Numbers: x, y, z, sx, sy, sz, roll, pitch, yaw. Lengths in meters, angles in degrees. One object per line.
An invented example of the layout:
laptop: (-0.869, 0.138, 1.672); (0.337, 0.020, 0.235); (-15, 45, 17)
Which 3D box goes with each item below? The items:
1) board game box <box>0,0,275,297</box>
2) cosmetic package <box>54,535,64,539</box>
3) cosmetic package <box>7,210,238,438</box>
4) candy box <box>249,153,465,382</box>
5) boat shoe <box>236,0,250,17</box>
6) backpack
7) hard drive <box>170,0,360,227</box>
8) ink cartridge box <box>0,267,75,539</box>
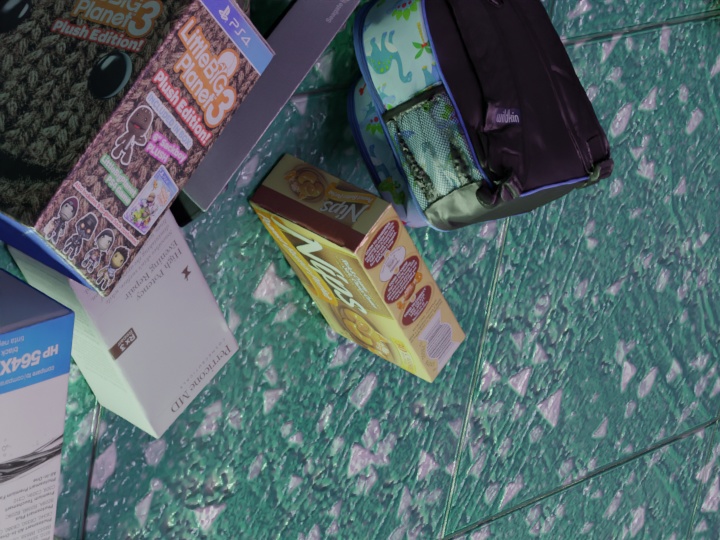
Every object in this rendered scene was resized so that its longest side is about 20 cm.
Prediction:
board game box: (-0.184, -0.112, 1.519); (0.201, 0.159, 0.097); (-56, 145, -12)
cosmetic package: (-0.255, 0.305, 1.775); (0.201, 0.071, 0.105); (-60, 145, -6)
cosmetic package: (-0.170, 0.021, 1.703); (0.102, 0.074, 0.200); (-49, 142, -20)
candy box: (0.000, 0.000, 1.875); (0.055, 0.115, 0.200); (-52, 144, -17)
boat shoe: (-0.109, -0.209, 1.641); (0.066, 0.071, 0.202); (-40, 147, -44)
backpack: (0.078, -0.137, 1.844); (0.183, 0.147, 0.201); (-15, 83, -51)
hard drive: (-0.077, -0.125, 1.697); (0.200, 0.042, 0.135); (-55, -172, -11)
ink cartridge box: (-0.273, 0.098, 1.550); (0.084, 0.146, 0.201); (-17, 124, -46)
